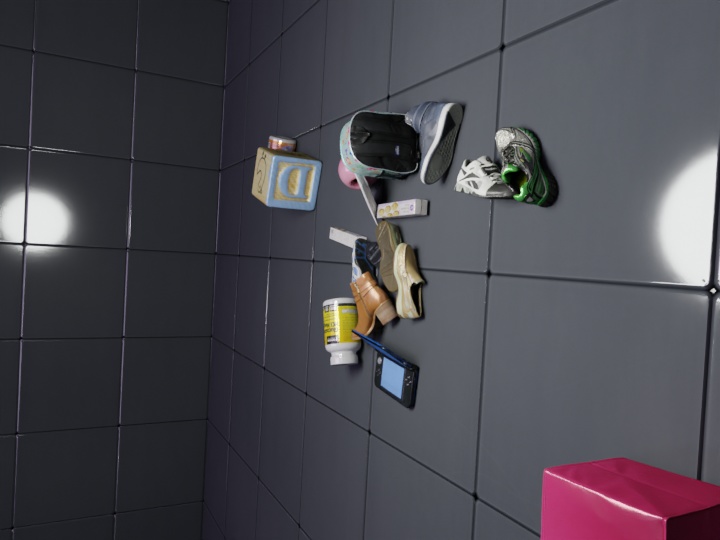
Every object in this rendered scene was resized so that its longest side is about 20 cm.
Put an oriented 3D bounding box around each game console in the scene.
[{"bbox_3d":[0.055,0.264,1.585,0.200,0.118,0.171,19,104,62],"label":"game console"}]

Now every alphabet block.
[{"bbox_3d":[-0.280,-0.346,2.198,0.200,0.196,0.196,36,117,58],"label":"alphabet block"}]

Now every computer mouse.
[{"bbox_3d":[0.072,-0.017,1.678,0.059,0.034,0.200,-48,46,15],"label":"computer mouse"}]

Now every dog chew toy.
[{"bbox_3d":[-0.006,-0.346,1.761,0.125,0.124,0.200,-42,44,54],"label":"dog chew toy"}]

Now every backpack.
[{"bbox_3d":[0.043,-0.336,1.573,0.151,0.200,0.178,-14,76,62],"label":"backpack"}]

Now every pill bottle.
[{"bbox_3d":[-0.056,0.191,1.810,0.112,0.112,0.200,-27,64,59],"label":"pill bottle"},{"bbox_3d":[-0.332,-0.445,2.394,0.112,0.112,0.200,39,122,57],"label":"pill bottle"}]

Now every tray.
[{"bbox_3d":[0.024,-0.211,1.685,0.200,0.022,0.107,63,-178,-50],"label":"tray"}]

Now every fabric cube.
[{"bbox_3d":[0.400,0.396,0.830,0.199,0.200,0.196,-2,85,60],"label":"fabric cube"}]

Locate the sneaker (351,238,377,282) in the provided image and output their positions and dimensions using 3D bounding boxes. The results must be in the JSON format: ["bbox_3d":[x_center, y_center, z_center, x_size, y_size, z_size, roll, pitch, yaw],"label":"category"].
[{"bbox_3d":[0.000,0.000,1.758,0.077,0.076,0.200,-27,62,54],"label":"sneaker"}]

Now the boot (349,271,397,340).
[{"bbox_3d":[0.009,0.104,1.680,0.200,0.074,0.155,-39,81,39],"label":"boot"}]

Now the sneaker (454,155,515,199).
[{"bbox_3d":[0.272,-0.201,1.258,0.200,0.074,0.089,32,117,59],"label":"sneaker"}]

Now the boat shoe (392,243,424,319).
[{"bbox_3d":[0.136,0.026,1.522,0.076,0.072,0.200,-5,90,48],"label":"boat shoe"}]

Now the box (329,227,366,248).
[{"bbox_3d":[-0.043,-0.106,1.889,0.200,0.039,0.041,24,110,61],"label":"box"}]

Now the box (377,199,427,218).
[{"bbox_3d":[0.110,-0.165,1.585,0.200,0.039,0.041,5,92,63],"label":"box"}]

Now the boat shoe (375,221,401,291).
[{"bbox_3d":[0.092,-0.038,1.607,0.073,0.063,0.201,-30,64,40],"label":"boat shoe"}]

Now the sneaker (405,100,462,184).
[{"bbox_3d":[0.165,-0.323,1.455,0.146,0.077,0.203,29,104,48],"label":"sneaker"}]

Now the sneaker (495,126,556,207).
[{"bbox_3d":[0.316,-0.216,1.164,0.078,0.085,0.200,-57,39,44],"label":"sneaker"}]
